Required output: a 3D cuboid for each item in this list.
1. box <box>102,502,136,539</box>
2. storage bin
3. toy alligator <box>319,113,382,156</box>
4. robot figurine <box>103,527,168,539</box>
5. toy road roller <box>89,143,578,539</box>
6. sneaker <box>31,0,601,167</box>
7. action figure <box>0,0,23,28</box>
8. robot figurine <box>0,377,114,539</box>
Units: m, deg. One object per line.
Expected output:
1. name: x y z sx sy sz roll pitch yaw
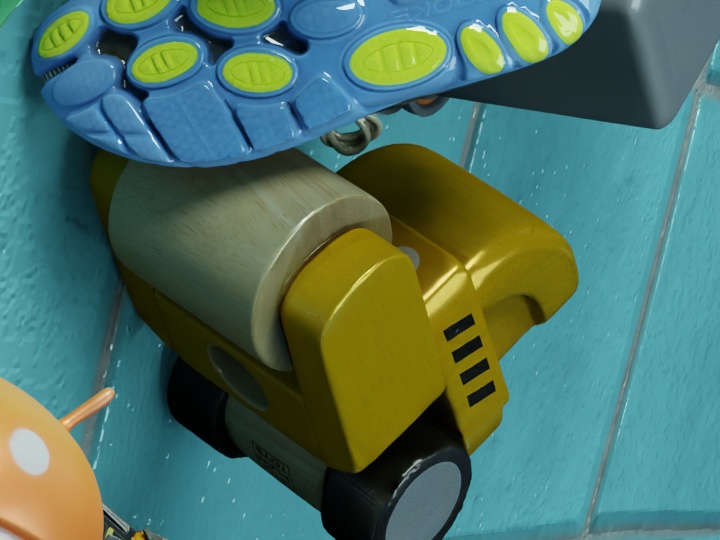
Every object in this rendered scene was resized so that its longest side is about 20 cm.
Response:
1. box: -0.155 0.156 0.978 0.201 0.049 0.161 -65 153 -15
2. storage bin: 0.098 -0.145 1.182 0.200 0.134 0.146 -57 148 -26
3. toy alligator: -0.032 -0.124 1.051 0.200 0.059 0.054 67 6 -51
4. robot figurine: -0.103 0.183 0.948 0.201 0.058 0.145 -64 171 -11
5. toy road roller: 0.000 0.000 1.065 0.146 0.123 0.200 -45 146 -19
6. sneaker: -0.015 -0.080 0.989 0.083 0.198 0.071 -174 -109 -84
7. action figure: -0.124 -0.116 0.883 0.200 0.054 0.119 -48 141 -33
8. robot figurine: -0.151 0.109 0.849 0.117 0.143 0.201 41 67 -48
